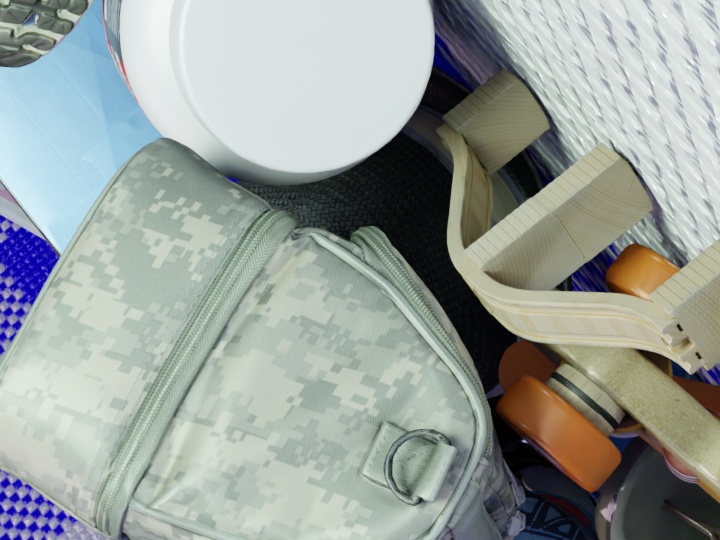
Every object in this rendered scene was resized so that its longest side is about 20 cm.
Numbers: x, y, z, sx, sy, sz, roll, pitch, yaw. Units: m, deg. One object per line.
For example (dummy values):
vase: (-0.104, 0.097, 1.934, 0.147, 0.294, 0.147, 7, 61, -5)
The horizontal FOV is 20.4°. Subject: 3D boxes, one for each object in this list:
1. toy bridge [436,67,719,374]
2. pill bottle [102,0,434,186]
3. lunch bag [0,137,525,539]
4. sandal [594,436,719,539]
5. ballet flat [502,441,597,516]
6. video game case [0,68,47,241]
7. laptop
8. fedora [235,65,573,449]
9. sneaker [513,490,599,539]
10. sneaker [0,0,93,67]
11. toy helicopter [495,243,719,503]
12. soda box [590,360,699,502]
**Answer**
toy bridge: (0.065, -0.013, 0.677, 0.027, 0.067, 0.200, 52, 178, -29)
pill bottle: (-0.036, -0.096, 0.774, 0.120, 0.119, 0.200, 52, 179, -15)
lunch bag: (-0.024, 0.060, 0.742, 0.167, 0.140, 0.200, 30, 170, 14)
sandal: (0.175, 0.128, 0.864, 0.201, 0.080, 0.057, 43, 167, -32)
ballet flat: (0.107, 0.145, 0.932, 0.074, 0.074, 0.200, 52, 175, -37)
video game case: (-0.143, -0.114, 1.109, 0.018, 0.201, 0.143, 12, 166, 43)
laptop: (-0.123, -0.133, 0.990, 0.187, 0.116, 0.200, 51, 145, 2)
fedora: (0.000, 0.000, 0.893, 0.200, 0.091, 0.201, 23, 122, 44)
sneaker: (0.024, 0.118, 0.896, 0.200, 0.080, 0.095, 21, 178, 38)
sneaker: (-0.127, -0.181, 0.843, 0.078, 0.201, 0.089, 19, -163, -5)
toy helicopter: (0.128, 0.071, 0.762, 0.200, 0.079, 0.132, 41, 176, -14)
soda box: (0.135, 0.083, 0.981, 0.068, 0.064, 0.200, 51, 178, 25)
